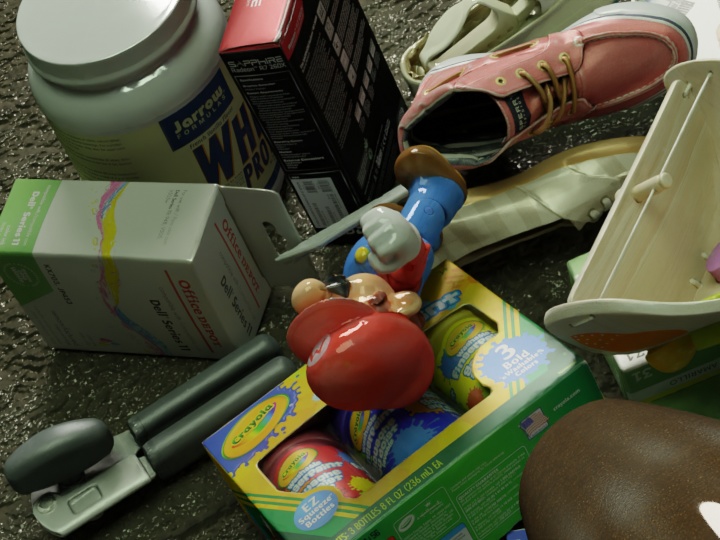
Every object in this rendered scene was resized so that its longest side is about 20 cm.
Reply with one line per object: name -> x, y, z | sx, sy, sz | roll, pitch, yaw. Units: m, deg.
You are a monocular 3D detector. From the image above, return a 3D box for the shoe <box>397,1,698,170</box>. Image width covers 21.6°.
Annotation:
shoe -> 0.122, -0.116, 1.242 | 0.199, 0.072, 0.091 | -12, 23, 24

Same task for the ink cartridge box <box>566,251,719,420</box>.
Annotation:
ink cartridge box -> 0.228, 0.047, 1.155 | 0.145, 0.048, 0.201 | -22, 45, 1

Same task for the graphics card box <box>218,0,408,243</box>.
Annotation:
graphics card box -> -0.027, -0.128, 1.290 | 0.051, 0.200, 0.126 | -5, 51, 22

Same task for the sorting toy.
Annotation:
sorting toy -> 0.228, -0.030, 1.067 | 0.180, 0.107, 0.201 | -16, 38, 52

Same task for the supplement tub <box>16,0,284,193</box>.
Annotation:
supplement tub -> -0.146, -0.119, 1.326 | 0.144, 0.201, 0.146 | -10, 49, 12

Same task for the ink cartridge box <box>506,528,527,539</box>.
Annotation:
ink cartridge box -> 0.184, 0.182, 1.060 | 0.199, 0.044, 0.094 | -10, 48, 13

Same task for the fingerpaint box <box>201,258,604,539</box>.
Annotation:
fingerpaint box -> 0.028, 0.102, 1.139 | 0.199, 0.074, 0.167 | -36, 33, -10

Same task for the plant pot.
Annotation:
plant pot -> 0.167, 0.150, 0.957 | 0.186, 0.188, 0.200 | -35, 34, -10

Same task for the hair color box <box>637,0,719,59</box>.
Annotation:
hair color box -> 0.256, -0.182, 1.309 | 0.109, 0.065, 0.201 | -29, 48, 15

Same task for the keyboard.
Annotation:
keyboard -> 0.029, -0.054, 1.274 | 0.199, 0.011, 0.056 | -32, 2, -33

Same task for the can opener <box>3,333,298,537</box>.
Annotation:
can opener -> -0.132, 0.104, 1.233 | 0.199, 0.067, 0.053 | -29, 46, -11

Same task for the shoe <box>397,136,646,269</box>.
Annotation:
shoe -> 0.121, -0.041, 1.263 | 0.199, 0.070, 0.054 | -15, 77, 12

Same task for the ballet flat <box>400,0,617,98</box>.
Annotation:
ballet flat -> 0.110, -0.185, 1.337 | 0.200, 0.069, 0.070 | -36, 45, 16

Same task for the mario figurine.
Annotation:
mario figurine -> 0.000, 0.000, 1.126 | 0.105, 0.124, 0.200 | -3, 33, 18

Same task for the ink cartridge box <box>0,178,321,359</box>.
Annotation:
ink cartridge box -> -0.137, 0.001, 1.280 | 0.199, 0.117, 0.068 | 2, 54, 22
